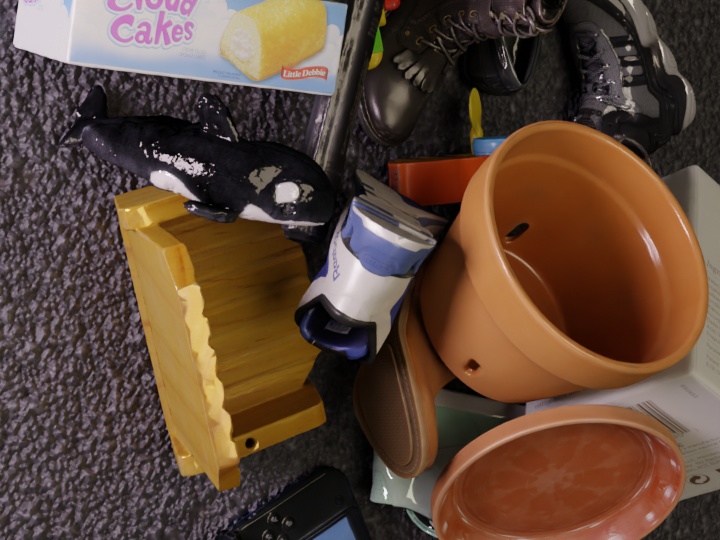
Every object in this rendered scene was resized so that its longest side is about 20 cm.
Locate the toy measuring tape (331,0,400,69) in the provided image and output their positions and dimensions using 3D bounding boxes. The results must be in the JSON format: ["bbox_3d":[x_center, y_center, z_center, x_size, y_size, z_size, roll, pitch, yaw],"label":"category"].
[{"bbox_3d":[-0.012,-0.246,1.224,0.073,0.073,0.201,-28,122,-27],"label":"toy measuring tape"}]

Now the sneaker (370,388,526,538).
[{"bbox_3d":[0.093,0.163,1.349,0.199,0.074,0.119,12,84,-25],"label":"sneaker"}]

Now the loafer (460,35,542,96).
[{"bbox_3d":[0.128,-0.241,1.326,0.068,0.070,0.202,5,93,-34],"label":"loafer"}]

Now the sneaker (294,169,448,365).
[{"bbox_3d":[0.000,0.000,1.190,0.080,0.199,0.115,30,102,0],"label":"sneaker"}]

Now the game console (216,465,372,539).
[{"bbox_3d":[-0.025,0.281,1.262,0.170,0.118,0.201,-31,112,-26],"label":"game console"}]

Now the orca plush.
[{"bbox_3d":[-0.107,-0.094,1.126,0.105,0.199,0.071,-27,136,-51],"label":"orca plush"}]

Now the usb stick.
[{"bbox_3d":[-0.019,-0.116,1.184,0.032,0.055,0.201,15,91,11],"label":"usb stick"}]

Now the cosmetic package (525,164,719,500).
[{"bbox_3d":[0.251,0.058,1.341,0.166,0.167,0.201,34,49,-33],"label":"cosmetic package"}]

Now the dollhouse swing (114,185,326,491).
[{"bbox_3d":[-0.075,0.036,1.166,0.181,0.176,0.201,-19,105,-30],"label":"dollhouse swing"}]

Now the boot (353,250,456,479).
[{"bbox_3d":[0.066,0.068,1.286,0.155,0.077,0.201,6,51,-35],"label":"boot"}]

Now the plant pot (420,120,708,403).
[{"bbox_3d":[0.136,0.009,1.219,0.199,0.140,0.201,17,56,-27],"label":"plant pot"}]

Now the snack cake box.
[{"bbox_3d":[-0.124,-0.169,1.134,0.199,0.115,0.068,3,102,-31],"label":"snack cake box"}]

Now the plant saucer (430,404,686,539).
[{"bbox_3d":[0.152,0.167,1.276,0.199,0.032,0.201,-7,137,-6],"label":"plant saucer"}]

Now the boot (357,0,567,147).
[{"bbox_3d":[0.082,-0.187,1.240,0.069,0.174,0.201,23,83,-33],"label":"boot"}]

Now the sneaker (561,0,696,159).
[{"bbox_3d":[0.202,-0.160,1.379,0.200,0.075,0.114,48,68,-30],"label":"sneaker"}]

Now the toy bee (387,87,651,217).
[{"bbox_3d":[0.116,-0.071,1.334,0.199,0.109,0.132,17,94,-8],"label":"toy bee"}]
